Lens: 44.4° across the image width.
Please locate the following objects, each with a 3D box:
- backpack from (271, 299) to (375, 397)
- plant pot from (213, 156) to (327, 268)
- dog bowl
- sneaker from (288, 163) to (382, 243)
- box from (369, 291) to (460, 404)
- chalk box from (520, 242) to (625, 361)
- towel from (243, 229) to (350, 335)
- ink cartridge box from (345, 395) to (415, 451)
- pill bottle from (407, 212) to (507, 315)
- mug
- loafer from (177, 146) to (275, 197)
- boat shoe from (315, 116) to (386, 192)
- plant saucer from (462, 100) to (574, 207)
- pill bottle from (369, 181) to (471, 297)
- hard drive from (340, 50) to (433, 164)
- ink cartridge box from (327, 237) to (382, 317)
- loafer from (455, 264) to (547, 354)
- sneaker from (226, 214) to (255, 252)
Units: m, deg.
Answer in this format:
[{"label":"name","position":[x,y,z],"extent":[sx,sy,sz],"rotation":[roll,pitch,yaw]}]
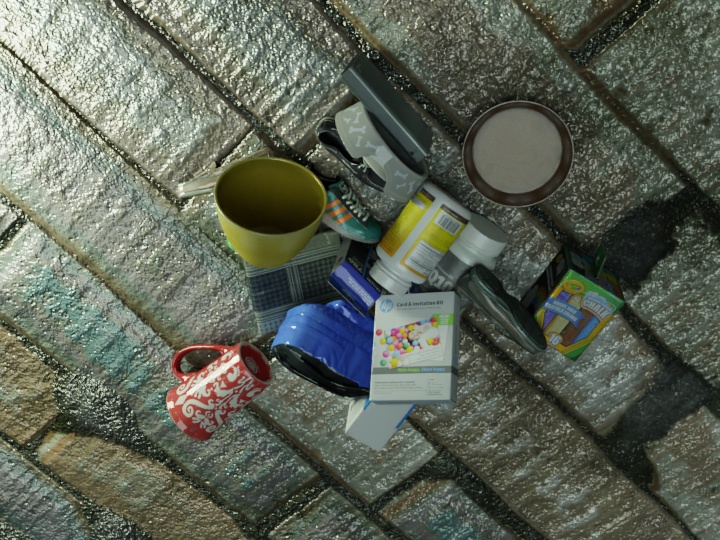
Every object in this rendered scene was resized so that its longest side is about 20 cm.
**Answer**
[{"label":"backpack","position":[-0.062,0.140,1.701],"extent":[0.200,0.168,0.162],"rotation":[27,155,-14]},{"label":"plant pot","position":[-0.168,-0.088,1.605],"extent":[0.200,0.200,0.142],"rotation":[15,137,1]},{"label":"dog bowl","position":[0.043,-0.216,1.553],"extent":[0.059,0.200,0.200],"rotation":[-37,105,22]},{"label":"sneaker","position":[-0.037,-0.127,1.670],"extent":[0.200,0.071,0.080],"rotation":[31,119,-5]},{"label":"box","position":[0.100,0.141,1.607],"extent":[0.156,0.200,0.041],"rotation":[-3,159,23]},{"label":"chalk box","position":[0.407,0.043,1.656],"extent":[0.124,0.125,0.200],"rotation":[31,116,-7]},{"label":"towel","position":[-0.121,0.021,1.736],"extent":[0.200,0.035,0.193],"rotation":[-14,118,-10]},{"label":"ink cartridge box","position":[0.047,0.235,1.754],"extent":[0.084,0.200,0.146],"rotation":[30,115,-9]},{"label":"pill bottle","position":[0.185,-0.004,1.672],"extent":[0.114,0.114,0.200],"rotation":[29,115,-6]},{"label":"mug","position":[-0.303,0.233,1.843],"extent":[0.200,0.133,0.178],"rotation":[-37,107,18]},{"label":"loafer","position":[-0.255,-0.186,1.683],"extent":[0.200,0.072,0.063],"rotation":[-11,96,6]},{"label":"boat shoe","position":[-0.003,-0.203,1.634],"extent":[0.200,0.063,0.073],"rotation":[39,114,-10]},{"label":"plant saucer","position":[0.285,-0.214,1.606],"extent":[0.200,0.035,0.201],"rotation":[3,115,7]},{"label":"pill bottle","position":[0.104,-0.054,1.599],"extent":[0.109,0.109,0.200],"rotation":[35,100,-8]},{"label":"hard drive","position":[0.048,-0.287,1.546],"extent":[0.033,0.140,0.200],"rotation":[-38,105,22]},{"label":"ink cartridge box","position":[0.000,0.000,1.652],"extent":[0.039,0.200,0.099],"rotation":[-40,105,23]},{"label":"loafer","position":[0.256,0.078,1.608],"extent":[0.200,0.072,0.063],"rotation":[49,125,-3]},{"label":"sneaker","position":[-0.212,-0.053,1.740],"extent":[0.083,0.074,0.200],"rotation":[2,126,41]}]
